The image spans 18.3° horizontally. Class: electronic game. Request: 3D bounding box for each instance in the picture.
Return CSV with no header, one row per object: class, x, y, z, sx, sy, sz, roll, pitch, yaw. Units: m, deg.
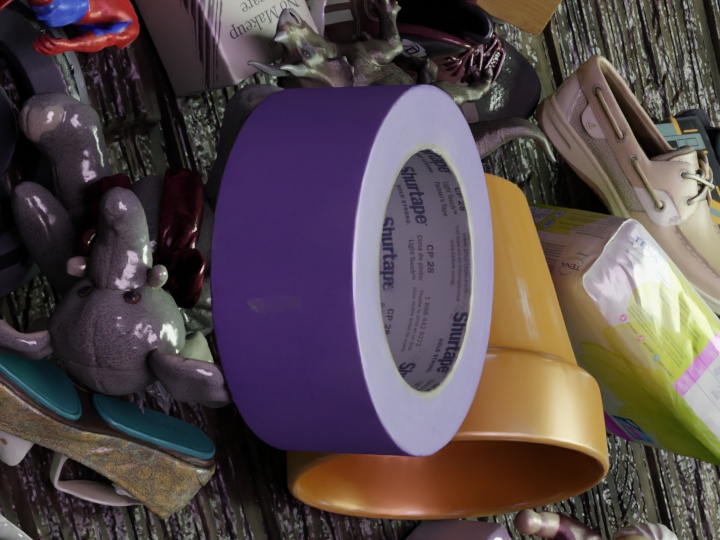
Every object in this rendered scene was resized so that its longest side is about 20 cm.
electronic game,-0.232,-0.080,1.270,0.199,0.041,0.202,0,89,-46

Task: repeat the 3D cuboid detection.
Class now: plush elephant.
plush elephant,-0.125,0.002,1.225,0.163,0.155,0.202,6,104,5

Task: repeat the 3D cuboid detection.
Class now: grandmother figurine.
grandmother figurine,0.131,0.210,1.430,0.199,0.060,0.122,-17,105,-38

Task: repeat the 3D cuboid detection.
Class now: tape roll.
tape roll,0.000,0.000,1.219,0.200,0.084,0.202,1,90,-65

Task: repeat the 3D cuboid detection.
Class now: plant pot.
plant pot,0.050,0.044,1.405,0.199,0.200,0.185,13,65,-37

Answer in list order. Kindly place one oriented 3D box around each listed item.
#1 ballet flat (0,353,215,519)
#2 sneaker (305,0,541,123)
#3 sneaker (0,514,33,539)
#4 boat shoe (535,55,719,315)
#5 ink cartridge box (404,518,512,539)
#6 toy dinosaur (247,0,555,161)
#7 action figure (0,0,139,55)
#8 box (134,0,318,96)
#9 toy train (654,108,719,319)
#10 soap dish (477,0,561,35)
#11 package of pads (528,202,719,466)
ballet flat,-0.174,0.093,1.301,0.199,0.070,0.071,29,71,-31
sneaker,0.067,-0.141,1.461,0.199,0.115,0.076,17,78,-36
sneaker,-0.182,0.206,1.275,0.200,0.081,0.075,52,58,-26
boat shoe,0.204,-0.056,1.510,0.200,0.065,0.072,51,26,10
ink cartridge box,0.043,0.278,1.443,0.200,0.084,0.145,-45,115,-31
toy dinosaur,0.022,-0.099,1.373,0.199,0.077,0.103,34,59,-15
action figure,-0.173,-0.157,1.267,0.066,0.051,0.200,64,16,10
box,-0.107,-0.214,1.358,0.082,0.068,0.201,-36,109,-34
toy train,0.248,-0.021,1.598,0.113,0.085,0.201,-8,73,-38
soap dish,0.061,-0.264,1.468,0.199,0.081,0.159,21,64,-33
package of pads,0.179,0.044,1.512,0.068,0.154,0.200,-50,116,-16
